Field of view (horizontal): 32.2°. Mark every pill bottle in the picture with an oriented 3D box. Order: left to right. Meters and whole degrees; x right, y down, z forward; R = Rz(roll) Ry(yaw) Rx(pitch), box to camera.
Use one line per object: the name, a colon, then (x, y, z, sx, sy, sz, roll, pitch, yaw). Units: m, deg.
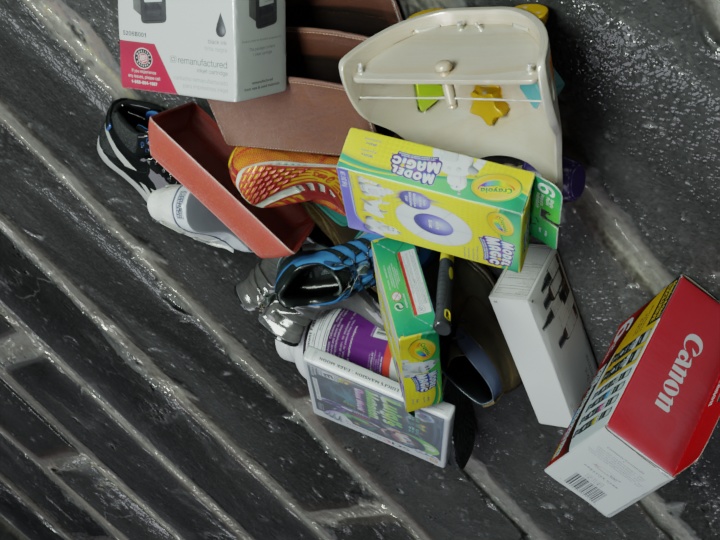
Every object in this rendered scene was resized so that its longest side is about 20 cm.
pill bottle: (-0.003, 0.093, 1.516, 0.198, 0.113, 0.113, 12, 141, 32)

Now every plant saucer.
plant saucer: (-0.139, -0.093, 1.339, 0.200, 0.200, 0.037, 44, 103, -5)

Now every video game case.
video game case: (0.022, 0.164, 1.462, 0.180, 0.024, 0.201, 21, 158, 11)

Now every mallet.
mallet: (0.079, -0.018, 1.230, 0.041, 0.201, 0.066, -33, 113, 31)

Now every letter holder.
letter holder: (-0.054, -0.199, 1.204, 0.198, 0.101, 0.143, 9, 137, 34)

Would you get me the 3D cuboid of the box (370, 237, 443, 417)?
box: (0.050, 0.063, 1.289, 0.048, 0.119, 0.201, -12, 151, -4)

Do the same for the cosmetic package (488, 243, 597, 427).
cosmetic package: (0.201, 0.072, 1.335, 0.050, 0.083, 0.201, 7, 139, 36)

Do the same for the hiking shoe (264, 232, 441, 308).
hiking shoe: (0.000, 0.000, 1.329, 0.198, 0.087, 0.075, -18, 112, 16)

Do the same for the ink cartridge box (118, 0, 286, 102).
ink cartridge box: (-0.146, -0.265, 1.134, 0.144, 0.083, 0.203, 11, 111, 32)

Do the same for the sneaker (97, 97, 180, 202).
sneaker: (-0.226, -0.124, 1.477, 0.199, 0.073, 0.112, 36, 149, 1)

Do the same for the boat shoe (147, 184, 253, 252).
boat shoe: (-0.179, -0.062, 1.440, 0.085, 0.076, 0.201, 7, 180, 27)

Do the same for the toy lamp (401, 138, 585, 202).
toy lamp: (0.123, -0.097, 1.214, 0.198, 0.058, 0.059, 10, 140, 33)

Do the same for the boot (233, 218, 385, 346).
boot: (-0.047, 0.040, 1.460, 0.200, 0.070, 0.132, 40, 110, 21)

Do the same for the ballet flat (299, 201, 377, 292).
ballet flat: (-0.014, -0.047, 1.403, 0.200, 0.068, 0.072, 46, 166, -16)

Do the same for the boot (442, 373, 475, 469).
boot: (0.043, 0.170, 1.615, 0.198, 0.066, 0.166, 9, 131, 30)

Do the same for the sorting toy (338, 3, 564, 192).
sorting toy: (0.108, -0.134, 1.114, 0.198, 0.107, 0.181, 6, 133, 33)

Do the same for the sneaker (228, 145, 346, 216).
sneaker: (-0.042, -0.102, 1.303, 0.198, 0.077, 0.074, 9, 120, -27)

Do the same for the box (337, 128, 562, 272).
box: (0.082, -0.059, 1.132, 0.197, 0.049, 0.118, 13, 156, 13)

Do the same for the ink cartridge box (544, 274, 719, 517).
ink cartridge box: (0.285, 0.113, 1.200, 0.083, 0.201, 0.176, 35, 148, 0)

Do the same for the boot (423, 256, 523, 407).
boot: (0.109, 0.053, 1.353, 0.200, 0.097, 0.075, 49, 132, -1)
